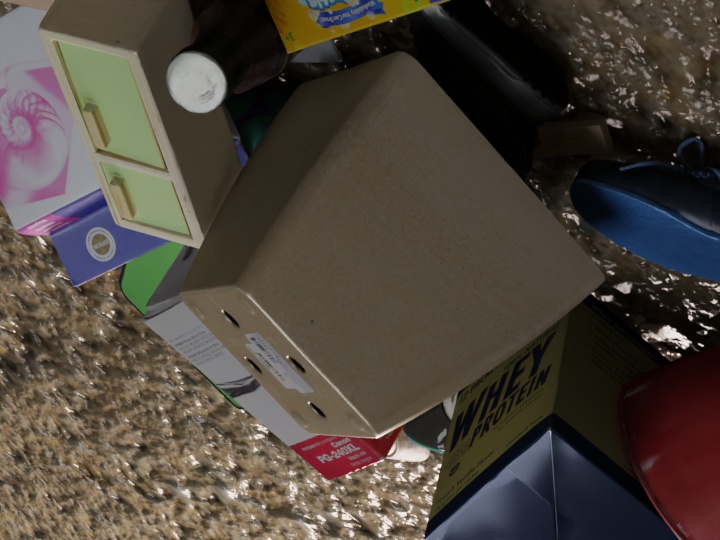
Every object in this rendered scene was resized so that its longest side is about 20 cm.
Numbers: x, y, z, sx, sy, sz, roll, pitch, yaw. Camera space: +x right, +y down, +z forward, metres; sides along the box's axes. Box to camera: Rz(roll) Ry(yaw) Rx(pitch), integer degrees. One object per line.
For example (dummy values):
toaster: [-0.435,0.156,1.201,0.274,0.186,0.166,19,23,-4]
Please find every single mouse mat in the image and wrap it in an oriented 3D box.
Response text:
mouse mat: [-0.133,0.021,1.875,0.161,0.008,0.200,44,149,12]

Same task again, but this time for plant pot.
plant pot: [0.000,0.000,1.492,0.200,0.177,0.200,47,163,-13]

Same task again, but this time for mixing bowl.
mixing bowl: [0.284,0.121,1.569,0.200,0.200,0.108,40,118,-13]

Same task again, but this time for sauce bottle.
sauce bottle: [-0.069,-0.151,1.450,0.066,0.200,0.066,7,118,14]

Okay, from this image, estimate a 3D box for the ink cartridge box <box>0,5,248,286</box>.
ink cartridge box: [-0.190,-0.106,1.636,0.196,0.043,0.201,-24,91,32]

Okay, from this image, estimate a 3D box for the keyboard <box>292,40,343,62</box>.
keyboard: [-0.074,-0.216,1.547,0.056,0.011,0.200,-1,136,33]

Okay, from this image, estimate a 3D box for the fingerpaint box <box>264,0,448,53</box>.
fingerpaint box: [0.006,-0.235,1.346,0.200,0.073,0.167,-11,108,47]

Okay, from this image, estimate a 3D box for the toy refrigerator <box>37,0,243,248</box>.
toy refrigerator: [-0.141,-0.103,1.490,0.076,0.070,0.200,16,148,22]

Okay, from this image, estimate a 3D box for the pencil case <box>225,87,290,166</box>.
pencil case: [-0.105,-0.093,1.666,0.199,0.085,0.093,15,127,26]

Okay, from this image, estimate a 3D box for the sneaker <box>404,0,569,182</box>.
sneaker: [0.057,-0.128,1.484,0.200,0.060,0.104,43,128,-18]

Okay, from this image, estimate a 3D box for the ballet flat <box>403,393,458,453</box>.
ballet flat: [0.127,0.110,1.776,0.199,0.068,0.069,7,132,17]

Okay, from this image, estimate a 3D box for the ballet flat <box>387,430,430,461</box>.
ballet flat: [-0.012,0.109,1.877,0.068,0.067,0.200,-5,133,42]

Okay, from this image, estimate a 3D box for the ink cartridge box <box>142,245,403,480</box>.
ink cartridge box: [-0.043,0.037,1.733,0.200,0.146,0.083,42,147,-17]

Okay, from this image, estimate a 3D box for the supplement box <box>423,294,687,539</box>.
supplement box: [0.172,0.155,1.629,0.200,0.200,0.134,40,118,-12]

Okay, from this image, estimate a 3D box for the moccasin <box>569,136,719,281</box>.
moccasin: [0.237,-0.034,1.484,0.199,0.068,0.081,21,154,18]

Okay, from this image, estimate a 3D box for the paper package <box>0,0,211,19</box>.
paper package: [-0.192,-0.261,1.480,0.199,0.104,0.191,15,144,31]

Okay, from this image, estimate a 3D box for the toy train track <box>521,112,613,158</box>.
toy train track: [0.081,-0.095,1.564,0.199,0.033,0.115,0,127,31]
